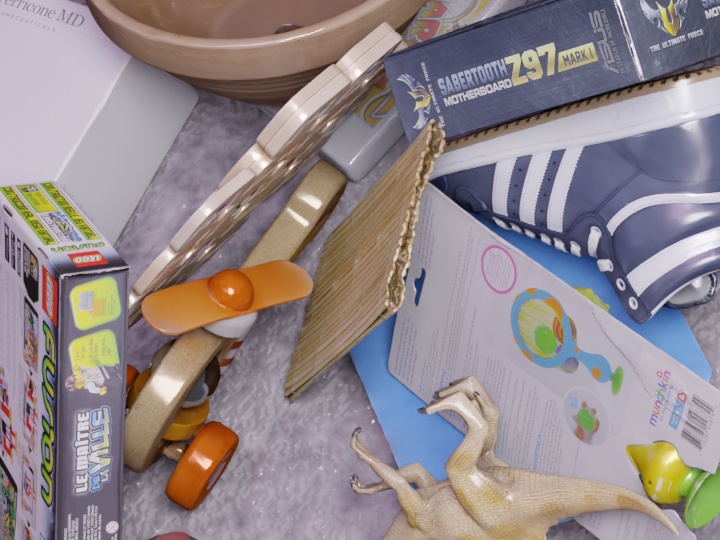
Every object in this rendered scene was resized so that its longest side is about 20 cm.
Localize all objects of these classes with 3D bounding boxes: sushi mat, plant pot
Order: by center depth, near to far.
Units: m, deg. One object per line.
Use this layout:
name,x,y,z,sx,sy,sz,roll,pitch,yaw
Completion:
sushi mat,0.000,0.000,1.200,0.012,0.200,0.096,20,71,-10
plant pot,-0.045,-0.154,1.300,0.200,0.093,0.201,-5,48,6

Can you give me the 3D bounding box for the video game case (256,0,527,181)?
video game case,0.002,-0.171,1.372,0.200,0.023,0.182,-47,59,-7

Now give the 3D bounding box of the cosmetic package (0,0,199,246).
cosmetic package,-0.189,-0.048,1.346,0.113,0.081,0.201,18,72,28

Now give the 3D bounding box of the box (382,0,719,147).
box,0.134,-0.118,1.174,0.157,0.200,0.051,-14,95,50

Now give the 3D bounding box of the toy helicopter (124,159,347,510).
toy helicopter,-0.065,0.016,1.247,0.079,0.132,0.200,32,62,6

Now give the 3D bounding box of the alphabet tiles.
alphabet tiles,-0.054,-0.045,1.217,0.015,0.200,0.196,45,44,2

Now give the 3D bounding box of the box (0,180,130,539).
box,-0.149,0.070,1.200,0.035,0.201,0.110,-7,27,-24

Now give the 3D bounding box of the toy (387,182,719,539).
toy,0.099,0.049,1.146,0.047,0.116,0.200,-18,43,-35

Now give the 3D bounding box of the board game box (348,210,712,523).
board game box,0.083,0.044,1.225,0.158,0.039,0.200,-29,55,7

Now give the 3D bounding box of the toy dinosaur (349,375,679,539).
toy dinosaur,0.059,0.102,1.147,0.200,0.058,0.101,-22,94,34

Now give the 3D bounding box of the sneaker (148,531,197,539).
sneaker,-0.049,0.172,1.161,0.098,0.071,0.200,-43,31,1

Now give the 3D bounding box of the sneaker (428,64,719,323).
sneaker,0.106,-0.025,1.183,0.200,0.070,0.109,-14,94,45
